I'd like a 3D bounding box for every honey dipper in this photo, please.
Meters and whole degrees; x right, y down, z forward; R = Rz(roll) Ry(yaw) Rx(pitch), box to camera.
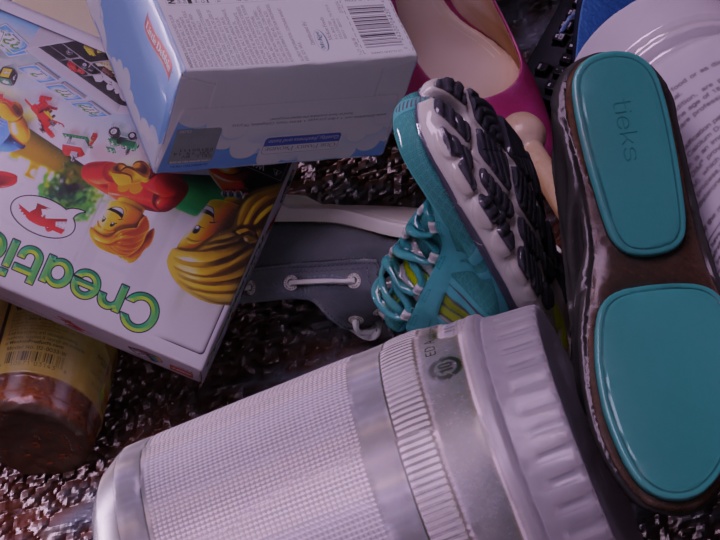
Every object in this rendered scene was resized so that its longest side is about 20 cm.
[{"bbox_3d":[0.109,-0.003,1.195,0.038,0.038,0.200,-28,51,2],"label":"honey dipper"}]

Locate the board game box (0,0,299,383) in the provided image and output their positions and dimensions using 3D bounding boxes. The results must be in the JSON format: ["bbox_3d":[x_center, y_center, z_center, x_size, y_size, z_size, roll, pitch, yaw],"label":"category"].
[{"bbox_3d":[-0.139,-0.045,1.230,0.200,0.035,0.126,22,77,1],"label":"board game box"}]

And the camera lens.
[{"bbox_3d":[0.004,0.116,1.070,0.200,0.160,0.160,-23,44,8],"label":"camera lens"}]

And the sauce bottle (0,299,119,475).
[{"bbox_3d":[-0.141,0.005,1.319,0.066,0.066,0.200,-7,48,22],"label":"sauce bottle"}]

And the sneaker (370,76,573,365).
[{"bbox_3d":[0.042,0.002,1.124,0.080,0.200,0.078,-10,48,10],"label":"sneaker"}]

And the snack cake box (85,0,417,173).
[{"bbox_3d":[-0.066,-0.141,1.234,0.115,0.067,0.200,-6,51,-23],"label":"snack cake box"}]

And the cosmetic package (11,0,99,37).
[{"bbox_3d":[-0.084,-0.144,1.393,0.200,0.073,0.104,24,98,42],"label":"cosmetic package"}]

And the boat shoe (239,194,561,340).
[{"bbox_3d":[0.000,0.000,1.268,0.200,0.073,0.062,7,97,24],"label":"boat shoe"}]

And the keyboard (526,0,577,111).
[{"bbox_3d":[0.131,-0.162,1.348,0.104,0.040,0.200,9,55,33],"label":"keyboard"}]

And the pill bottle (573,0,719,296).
[{"bbox_3d":[0.171,-0.031,1.151,0.113,0.113,0.200,-31,44,-2],"label":"pill bottle"}]

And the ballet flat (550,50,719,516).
[{"bbox_3d":[0.113,0.009,1.083,0.068,0.068,0.200,-1,68,-10],"label":"ballet flat"}]

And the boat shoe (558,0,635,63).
[{"bbox_3d":[0.152,-0.161,1.292,0.084,0.069,0.200,22,83,-3],"label":"boat shoe"}]

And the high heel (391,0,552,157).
[{"bbox_3d":[0.044,-0.131,1.261,0.067,0.096,0.200,-24,82,-25],"label":"high heel"}]
